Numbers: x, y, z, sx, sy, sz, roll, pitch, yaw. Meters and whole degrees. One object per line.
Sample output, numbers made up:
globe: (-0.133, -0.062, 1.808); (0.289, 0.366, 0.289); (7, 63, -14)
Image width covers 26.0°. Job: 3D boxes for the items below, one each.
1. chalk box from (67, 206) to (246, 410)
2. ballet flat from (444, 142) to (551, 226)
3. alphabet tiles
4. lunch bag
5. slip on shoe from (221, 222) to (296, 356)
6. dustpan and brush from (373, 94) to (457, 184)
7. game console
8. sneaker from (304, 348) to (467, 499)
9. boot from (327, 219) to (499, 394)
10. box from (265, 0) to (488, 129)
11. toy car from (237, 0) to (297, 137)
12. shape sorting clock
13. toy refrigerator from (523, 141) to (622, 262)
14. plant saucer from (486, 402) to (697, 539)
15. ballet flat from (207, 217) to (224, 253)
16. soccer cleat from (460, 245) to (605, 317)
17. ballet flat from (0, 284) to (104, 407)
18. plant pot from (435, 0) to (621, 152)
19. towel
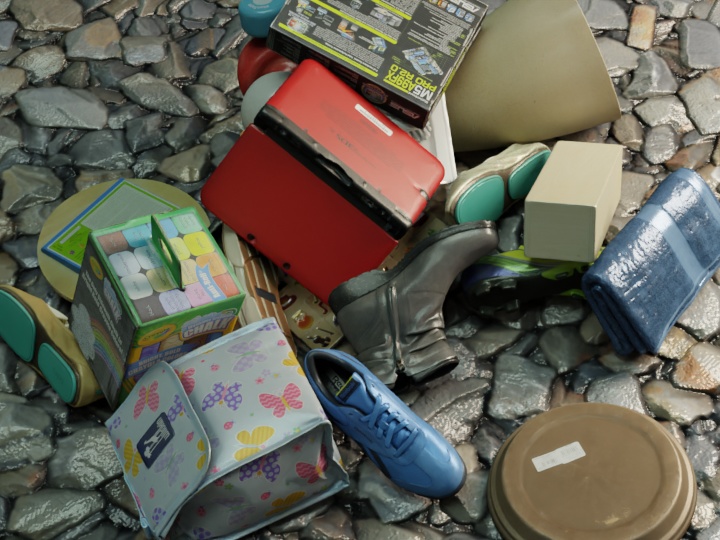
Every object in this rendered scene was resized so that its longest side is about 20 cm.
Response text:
chalk box: (-0.202, 0.024, 1.562); (0.123, 0.200, 0.125); (-15, 61, -31)
ballet flat: (0.141, -0.092, 1.735); (0.062, 0.068, 0.199); (16, 29, 37)
alphabet tiles: (0.000, 0.000, 1.683); (0.200, 0.008, 0.167); (-42, 55, -10)
lunch bag: (-0.135, 0.162, 1.503); (0.199, 0.128, 0.170); (-24, 44, -6)
slip on shoe: (-0.121, 0.027, 1.662); (0.060, 0.076, 0.201); (-33, 56, 23)
dustpan and brush: (0.003, -0.156, 1.715); (0.198, 0.057, 0.141); (-7, 78, -5)
game console: (-0.038, -0.095, 1.670); (0.200, 0.119, 0.173); (39, 47, -4)
sneaker: (0.017, 0.147, 1.503); (0.200, 0.078, 0.066); (41, 85, 27)
boot: (0.075, 0.044, 1.598); (0.199, 0.070, 0.132); (-30, 64, 9)
box: (0.019, -0.269, 1.722); (0.199, 0.044, 0.161); (27, 65, 4)
toy car: (-0.066, -0.194, 1.784); (0.175, 0.185, 0.201); (0, 40, 10)
shape sorting clock: (-0.267, -0.029, 1.772); (0.198, 0.039, 0.201); (-2, 46, 2)
toy refrigerator: (0.229, -0.074, 1.664); (0.075, 0.071, 0.200); (5, 24, 15)
plant saucer: (0.217, 0.199, 1.472); (0.198, 0.030, 0.201); (-6, 45, 6)
ballet flat: (-0.153, -0.025, 1.729); (0.066, 0.057, 0.201); (27, 50, -4)
soccer cleat: (0.204, -0.005, 1.649); (0.198, 0.065, 0.084); (-9, 42, 2)
ballet flat: (-0.329, 0.080, 1.673); (0.063, 0.069, 0.200); (-9, 39, -41)
plant pot: (0.173, -0.220, 1.806); (0.199, 0.188, 0.188); (-25, 45, 6)
towel: (0.311, -0.011, 1.604); (0.200, 0.112, 0.048); (-45, 20, -30)
